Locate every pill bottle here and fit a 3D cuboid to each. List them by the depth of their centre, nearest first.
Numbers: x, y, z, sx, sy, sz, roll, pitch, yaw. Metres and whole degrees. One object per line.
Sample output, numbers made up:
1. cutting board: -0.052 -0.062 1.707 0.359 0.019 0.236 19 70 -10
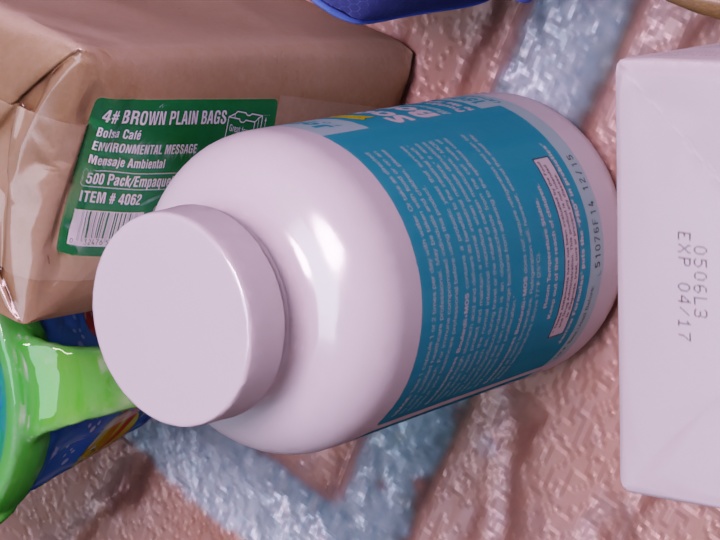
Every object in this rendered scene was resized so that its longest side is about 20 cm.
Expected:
1. pill bottle: 0.000 0.000 0.740 0.110 0.200 0.111 8 104 36

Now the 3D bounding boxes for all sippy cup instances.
1. sippy cup: -0.145 0.031 0.896 0.178 0.130 0.140 42 124 24

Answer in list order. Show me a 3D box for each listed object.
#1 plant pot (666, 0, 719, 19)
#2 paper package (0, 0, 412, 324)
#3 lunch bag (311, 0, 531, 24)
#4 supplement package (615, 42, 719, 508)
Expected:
1. plant pot: 0.159 -0.131 0.617 0.199 0.200 0.028 10 140 36
2. paper package: -0.113 -0.068 0.814 0.190 0.200 0.104 24 108 31
3. lunch bag: 0.008 -0.179 0.740 0.132 0.136 0.200 -43 74 36
4. supplement package: 0.174 -0.009 0.600 0.119 0.200 0.122 6 103 37
